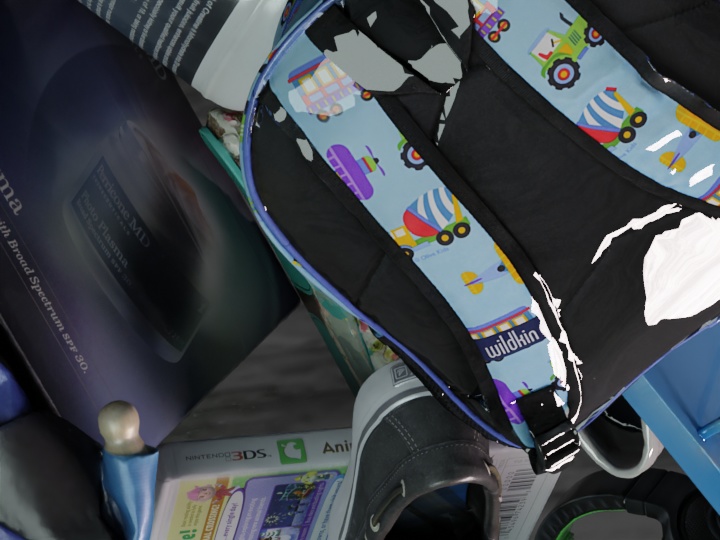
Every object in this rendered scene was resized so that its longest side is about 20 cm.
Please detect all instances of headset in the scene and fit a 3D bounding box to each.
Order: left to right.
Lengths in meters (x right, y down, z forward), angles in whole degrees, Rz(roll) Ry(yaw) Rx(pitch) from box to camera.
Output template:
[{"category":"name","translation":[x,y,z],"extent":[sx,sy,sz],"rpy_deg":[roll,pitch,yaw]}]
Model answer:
[{"category":"headset","translation":[0.176,0.146,1.085],"extent":[0.199,0.094,0.124],"rpy_deg":[14,129,32]}]

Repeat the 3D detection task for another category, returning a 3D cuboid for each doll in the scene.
[{"category":"doll","translation":[-0.142,0.085,0.911],"extent":[0.136,0.048,0.200],"rpy_deg":[-40,99,22]}]

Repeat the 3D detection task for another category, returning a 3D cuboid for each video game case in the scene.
[{"category":"video game case","translation":[-0.015,0.129,1.075],"extent":[0.181,0.022,0.200],"rpy_deg":[-4,146,-16]}]

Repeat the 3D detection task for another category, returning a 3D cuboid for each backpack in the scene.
[{"category":"backpack","translation":[0.051,-0.056,0.828],"extent":[0.182,0.135,0.200],"rpy_deg":[-41,124,14]}]

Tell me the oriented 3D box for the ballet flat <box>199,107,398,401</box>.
[{"category":"ballet flat","translation":[0.000,0.000,1.065],"extent":[0.064,0.076,0.200],"rpy_deg":[-33,113,-6]}]

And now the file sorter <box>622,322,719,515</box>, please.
[{"category":"file sorter","translation":[0.208,0.045,0.936],"extent":[0.123,0.139,0.200],"rpy_deg":[-34,102,30]}]

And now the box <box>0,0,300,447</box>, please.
[{"category":"box","translation":[-0.152,-0.014,1.017],"extent":[0.123,0.198,0.200],"rpy_deg":[-23,102,30]}]

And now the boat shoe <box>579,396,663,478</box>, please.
[{"category":"boat shoe","translation":[0.083,-0.002,1.021],"extent":[0.072,0.066,0.201],"rpy_deg":[-12,114,27]}]

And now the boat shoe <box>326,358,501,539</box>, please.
[{"category":"boat shoe","translation":[0.029,0.111,0.983],"extent":[0.070,0.066,0.200],"rpy_deg":[-7,146,-11]}]

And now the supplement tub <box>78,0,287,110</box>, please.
[{"category":"supplement tub","translation":[-0.058,-0.153,0.942],"extent":[0.200,0.140,0.140],"rpy_deg":[37,126,-2]}]
